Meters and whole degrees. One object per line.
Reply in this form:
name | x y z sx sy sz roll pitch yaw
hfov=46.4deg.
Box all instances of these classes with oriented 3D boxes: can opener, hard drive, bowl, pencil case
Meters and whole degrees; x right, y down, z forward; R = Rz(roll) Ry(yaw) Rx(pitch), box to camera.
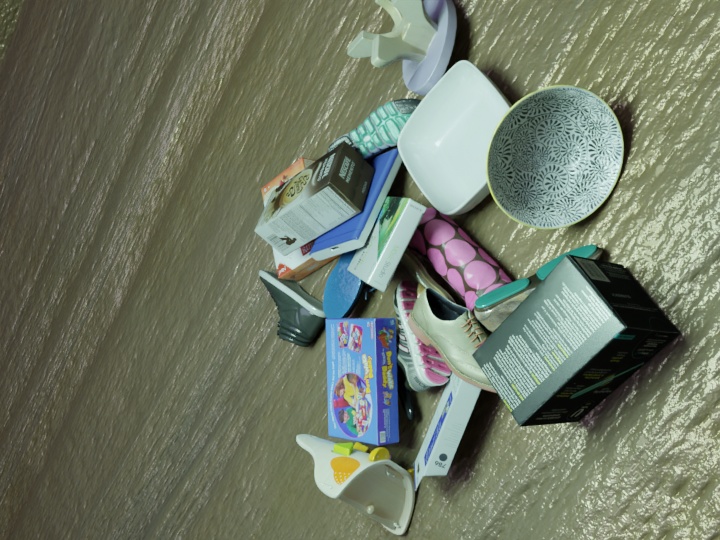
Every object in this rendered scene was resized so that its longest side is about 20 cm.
can opener | 0.046 0.166 1.417 0.063 0.079 0.200 -21 55 -7
hard drive | -0.006 -0.114 1.452 0.132 0.025 0.200 -16 41 49
bowl | 0.169 -0.202 1.332 0.200 0.075 0.200 -49 53 28
bowl | 0.258 -0.166 1.187 0.094 0.201 0.201 -120 50 -68
pencil case | 0.151 -0.008 1.314 0.200 0.091 0.094 51 124 35

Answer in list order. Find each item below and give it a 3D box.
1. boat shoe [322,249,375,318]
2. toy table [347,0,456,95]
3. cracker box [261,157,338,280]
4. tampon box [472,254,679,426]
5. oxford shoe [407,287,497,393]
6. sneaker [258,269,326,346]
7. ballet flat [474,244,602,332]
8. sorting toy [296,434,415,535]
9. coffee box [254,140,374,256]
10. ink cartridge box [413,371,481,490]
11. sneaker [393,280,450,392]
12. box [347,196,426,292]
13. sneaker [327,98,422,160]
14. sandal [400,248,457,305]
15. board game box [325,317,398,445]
boat shoe | 0.000 0.000 1.483 0.084 0.069 0.200 31 101 30
toy table | 0.074 -0.394 1.385 0.184 0.117 0.200 -45 36 40
cracker box | -0.116 -0.097 1.616 0.134 0.058 0.200 -31 64 39
tampon box | 0.282 0.097 1.119 0.200 0.150 0.126 -50 53 28
oxford shoe | 0.153 0.102 1.223 0.200 0.071 0.074 36 137 21
sneaker | -0.147 0.075 1.612 0.200 0.071 0.099 35 104 38
ballet flat | 0.261 0.031 1.203 0.200 0.068 0.067 -27 107 14
sorting toy | -0.018 0.325 1.382 0.180 0.200 0.107 19 72 44
coffee box | -0.080 -0.122 1.457 0.200 0.080 0.113 -28 31 38
ink cartridge box | 0.134 0.238 1.292 0.099 0.039 0.200 -81 12 -77
sneaker | 0.084 0.111 1.372 0.087 0.074 0.200 -48 46 44
box | 0.038 -0.047 1.340 0.144 0.036 0.200 -63 12 1
sneaker | 0.036 -0.244 1.482 0.200 0.088 0.074 -24 93 16
sandal | 0.107 0.045 1.329 0.054 0.080 0.200 -38 75 -4
board game box | 0.001 0.178 1.382 0.134 0.045 0.200 -4 87 52
